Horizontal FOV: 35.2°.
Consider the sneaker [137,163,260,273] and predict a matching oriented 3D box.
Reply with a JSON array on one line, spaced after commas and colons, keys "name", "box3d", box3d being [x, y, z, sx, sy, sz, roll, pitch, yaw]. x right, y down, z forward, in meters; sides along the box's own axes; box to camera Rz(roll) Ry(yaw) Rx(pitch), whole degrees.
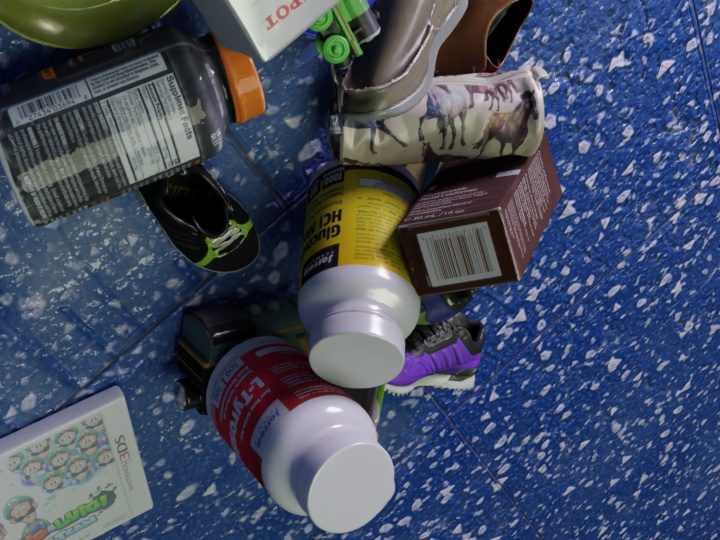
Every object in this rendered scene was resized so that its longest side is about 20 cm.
[{"name": "sneaker", "box3d": [-0.140, -0.043, 0.987, 0.072, 0.083, 0.200, -41, 141, -1]}]

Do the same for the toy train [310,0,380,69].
[{"name": "toy train", "box3d": [-0.045, -0.249, 0.862, 0.056, 0.042, 0.201, -31, 115, -2]}]

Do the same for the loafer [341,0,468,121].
[{"name": "loafer", "box3d": [0.030, -0.202, 0.958, 0.201, 0.074, 0.070, -65, 143, -38]}]

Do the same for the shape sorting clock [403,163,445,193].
[{"name": "shape sorting clock", "box3d": [0.109, -0.075, 1.208, 0.198, 0.039, 0.202, -19, 131, -22]}]

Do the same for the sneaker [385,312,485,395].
[{"name": "sneaker", "box3d": [0.073, 0.082, 1.305, 0.199, 0.069, 0.101, 3, 116, -47]}]

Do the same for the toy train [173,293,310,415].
[{"name": "toy train", "box3d": [-0.096, 0.082, 1.146, 0.198, 0.085, 0.115, -12, 123, -33]}]

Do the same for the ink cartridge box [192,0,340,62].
[{"name": "ink cartridge box", "box3d": [-0.075, -0.265, 0.759, 0.145, 0.083, 0.201, -41, 124, -12]}]

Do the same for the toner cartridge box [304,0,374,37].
[{"name": "toner cartridge box", "box3d": [-0.007, -0.287, 0.913, 0.094, 0.043, 0.202, 8, 119, -45]}]

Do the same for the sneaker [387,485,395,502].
[{"name": "sneaker", "box3d": [-0.012, 0.237, 1.357, 0.199, 0.075, 0.100, 21, 111, -49]}]

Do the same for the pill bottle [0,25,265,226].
[{"name": "pill bottle", "box3d": [-0.173, -0.117, 0.854, 0.198, 0.107, 0.107, -23, 138, -12]}]

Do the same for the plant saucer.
[{"name": "plant saucer", "box3d": [-0.191, -0.254, 0.794, 0.198, 0.031, 0.202, -24, 138, -24]}]

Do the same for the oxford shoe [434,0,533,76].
[{"name": "oxford shoe", "box3d": [0.090, -0.189, 1.066, 0.071, 0.071, 0.201, 10, 119, -47]}]

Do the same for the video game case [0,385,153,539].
[{"name": "video game case", "box3d": [-0.312, 0.221, 1.125, 0.198, 0.024, 0.184, -25, 137, -22]}]

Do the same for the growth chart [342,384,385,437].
[{"name": "growth chart", "box3d": [0.000, 0.106, 1.138, 0.017, 0.200, 0.147, 15, 75, -10]}]

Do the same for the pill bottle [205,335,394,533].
[{"name": "pill bottle", "box3d": [-0.055, 0.147, 1.021, 0.111, 0.200, 0.114, -12, 116, -27]}]

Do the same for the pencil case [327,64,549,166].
[{"name": "pencil case", "box3d": [0.068, -0.141, 1.018, 0.197, 0.078, 0.090, -3, 135, 0]}]

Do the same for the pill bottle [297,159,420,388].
[{"name": "pill bottle", "box3d": [0.000, 0.000, 1.037, 0.111, 0.202, 0.113, 1, 141, 1]}]

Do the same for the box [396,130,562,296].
[{"name": "box", "box3d": [0.115, -0.056, 1.045, 0.200, 0.099, 0.076, -51, 127, -59]}]

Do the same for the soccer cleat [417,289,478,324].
[{"name": "soccer cleat", "box3d": [0.091, -0.002, 1.142, 0.083, 0.065, 0.200, -24, -172, 28]}]
